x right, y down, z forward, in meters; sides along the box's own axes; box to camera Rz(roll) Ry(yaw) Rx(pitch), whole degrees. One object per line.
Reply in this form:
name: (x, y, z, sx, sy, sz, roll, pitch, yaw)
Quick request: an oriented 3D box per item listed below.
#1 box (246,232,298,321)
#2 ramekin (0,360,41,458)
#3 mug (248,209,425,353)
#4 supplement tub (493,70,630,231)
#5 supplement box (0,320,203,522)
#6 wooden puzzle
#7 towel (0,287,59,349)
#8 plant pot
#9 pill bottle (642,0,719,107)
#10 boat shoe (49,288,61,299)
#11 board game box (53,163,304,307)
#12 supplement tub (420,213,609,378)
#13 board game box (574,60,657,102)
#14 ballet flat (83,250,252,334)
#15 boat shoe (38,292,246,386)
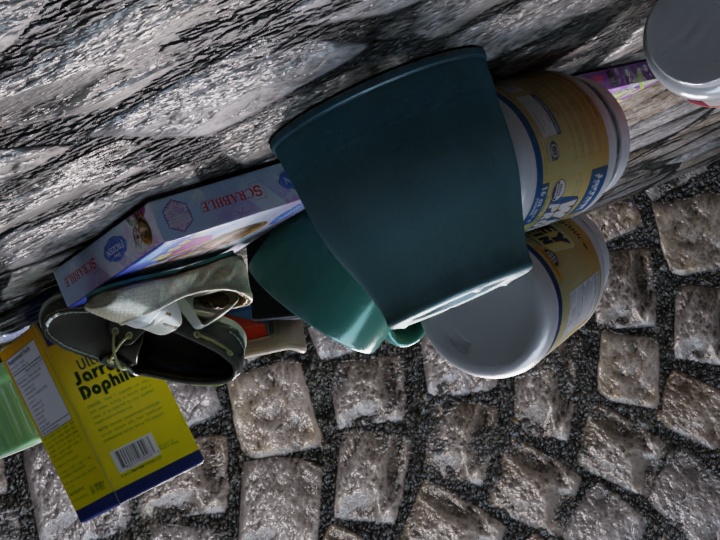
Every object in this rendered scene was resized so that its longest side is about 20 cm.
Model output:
box: (-0.002, -0.005, 1.939, 0.148, 0.108, 0.200, -8, 175, 40)
ramekin: (-0.381, 0.142, 1.996, 0.199, 0.098, 0.200, -23, -175, 2)
mug: (-0.009, -0.006, 1.748, 0.115, 0.152, 0.185, -55, 156, 9)
supplement tub: (0.150, -0.110, 1.671, 0.144, 0.145, 0.200, -28, 173, 42)
supplement box: (-0.265, 0.138, 1.816, 0.109, 0.201, 0.109, -25, 177, -34)
wooden puzzle: (-0.166, 0.053, 1.985, 0.199, 0.037, 0.185, -8, -154, -3)
towel: (-0.351, 0.059, 1.865, 0.200, 0.024, 0.147, -26, 175, 26)
plant pot: (0.051, -0.060, 1.499, 0.199, 0.189, 0.200, -23, 175, -2)
pill bottle: (0.316, -0.207, 1.616, 0.109, 0.110, 0.200, -25, 175, 16)
boat shoe: (-0.221, 0.020, 1.775, 0.202, 0.075, 0.065, -29, 173, -19)
board game box: (-0.154, -0.037, 1.641, 0.199, 0.041, 0.200, -20, 175, -37)
supplement tub: (0.157, 0.013, 1.762, 0.144, 0.145, 0.200, -26, -178, 31)
board game box: (0.235, -0.186, 1.952, 0.120, 0.032, 0.200, -24, 176, 37)
ballet flat: (-0.169, 0.027, 1.652, 0.067, 0.063, 0.200, -24, 176, 41)
boat shoe: (-0.208, 0.066, 1.695, 0.201, 0.072, 0.060, 10, -154, -7)
